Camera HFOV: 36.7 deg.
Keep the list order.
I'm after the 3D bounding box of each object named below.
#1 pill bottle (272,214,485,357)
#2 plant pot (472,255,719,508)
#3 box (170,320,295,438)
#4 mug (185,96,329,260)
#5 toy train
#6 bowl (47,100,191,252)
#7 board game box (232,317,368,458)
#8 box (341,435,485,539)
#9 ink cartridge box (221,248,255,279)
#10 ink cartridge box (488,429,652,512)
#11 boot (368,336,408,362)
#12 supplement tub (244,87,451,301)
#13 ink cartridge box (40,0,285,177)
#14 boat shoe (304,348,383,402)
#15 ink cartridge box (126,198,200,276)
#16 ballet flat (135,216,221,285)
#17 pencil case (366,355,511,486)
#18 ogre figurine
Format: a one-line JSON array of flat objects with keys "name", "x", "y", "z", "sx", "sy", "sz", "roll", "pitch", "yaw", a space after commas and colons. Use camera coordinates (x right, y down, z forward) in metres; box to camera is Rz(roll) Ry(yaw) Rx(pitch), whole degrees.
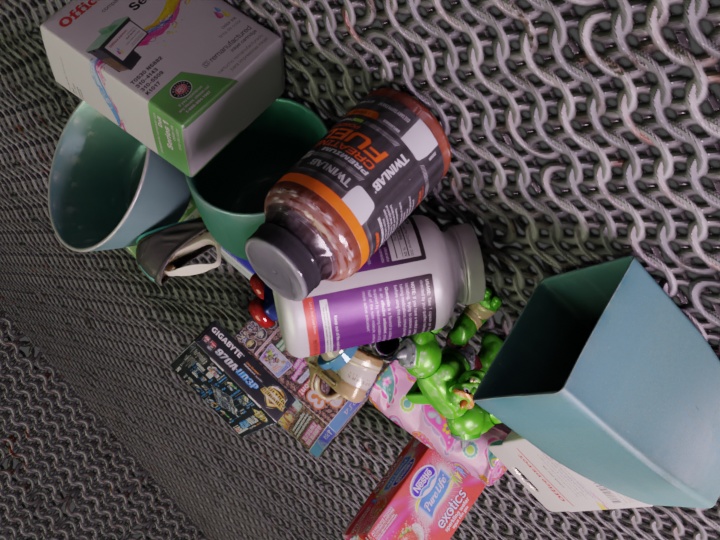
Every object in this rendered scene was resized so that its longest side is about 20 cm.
[{"name": "pill bottle", "x": 0.015, "y": 0.012, "z": 1.045, "sx": 0.112, "sy": 0.197, "sz": 0.114, "roll": 169, "pitch": 90, "yaw": -83}, {"name": "plant pot", "x": 0.234, "y": 0.115, "z": 0.962, "sx": 0.200, "sy": 0.142, "sz": 0.141, "roll": 41, "pitch": 157, "yaw": -15}, {"name": "box", "x": -0.187, "y": 0.160, "z": 1.551, "sx": 0.159, "sy": 0.046, "sz": 0.200, "roll": 45, "pitch": 156, "yaw": -3}, {"name": "mug", "x": -0.083, "y": -0.078, "z": 1.115, "sx": 0.184, "sy": 0.152, "sz": 0.115, "roll": 31, "pitch": 156, "yaw": 24}, {"name": "toy train", "x": -0.057, "y": 0.025, "z": 1.203, "sx": 0.116, "sy": 0.084, "sz": 0.200, "roll": 49, "pitch": -169, "yaw": -20}, {"name": "bowl", "x": -0.268, "y": -0.111, "z": 1.276, "sx": 0.199, "sy": 0.204, "sz": 0.104, "roll": 17, "pitch": -179, "yaw": 45}, {"name": "board game box", "x": -0.092, "y": 0.156, "z": 1.574, "sx": 0.200, "sy": 0.097, "sz": 0.160, "roll": 41, "pitch": 156, "yaw": 5}, {"name": "box", "x": 0.080, "y": 0.293, "z": 1.406, "sx": 0.095, "sy": 0.200, "sz": 0.100, "roll": 43, "pitch": 156, "yaw": -7}, {"name": "ink cartridge box", "x": -0.105, "y": 0.011, "z": 1.362, "sx": 0.196, "sy": 0.043, "sz": 0.200, "roll": 39, "pitch": 175, "yaw": 12}, {"name": "ink cartridge box", "x": 0.235, "y": 0.196, "z": 1.171, "sx": 0.117, "sy": 0.067, "sz": 0.200, "roll": 45, "pitch": 155, "yaw": -6}, {"name": "boot", "x": 0.035, "y": 0.067, "z": 1.241, "sx": 0.073, "sy": 0.090, "sz": 0.200, "roll": 40, "pitch": 156, "yaw": 5}, {"name": "supplement tub", "x": -0.013, "y": -0.065, "z": 0.964, "sx": 0.106, "sy": 0.200, "sz": 0.108, "roll": 31, "pitch": 151, "yaw": 20}, {"name": "ink cartridge box", "x": -0.195, "y": -0.210, "z": 1.080, "sx": 0.199, "sy": 0.145, "sz": 0.084, "roll": 35, "pitch": 154, "yaw": 19}, {"name": "boat shoe", "x": -0.035, "y": 0.125, "z": 1.341, "sx": 0.073, "sy": 0.070, "sz": 0.200, "roll": 24, "pitch": 172, "yaw": -15}, {"name": "ink cartridge box", "x": -0.254, "y": -0.060, "z": 1.390, "sx": 0.059, "sy": 0.104, "sz": 0.200, "roll": 47, "pitch": 177, "yaw": -12}, {"name": "ballet flat", "x": -0.158, "y": -0.041, "z": 1.238, "sx": 0.069, "sy": 0.198, "sz": 0.068, "roll": 62, "pitch": 179, "yaw": 21}, {"name": "pencil case", "x": 0.102, "y": 0.175, "z": 1.324, "sx": 0.199, "sy": 0.087, "sz": 0.088, "roll": 35, "pitch": 155, "yaw": 21}, {"name": "ogre figurine", "x": 0.110, "y": 0.100, "z": 1.144, "sx": 0.097, "sy": 0.120, "sz": 0.201, "roll": 21, "pitch": 148, "yaw": 39}]
